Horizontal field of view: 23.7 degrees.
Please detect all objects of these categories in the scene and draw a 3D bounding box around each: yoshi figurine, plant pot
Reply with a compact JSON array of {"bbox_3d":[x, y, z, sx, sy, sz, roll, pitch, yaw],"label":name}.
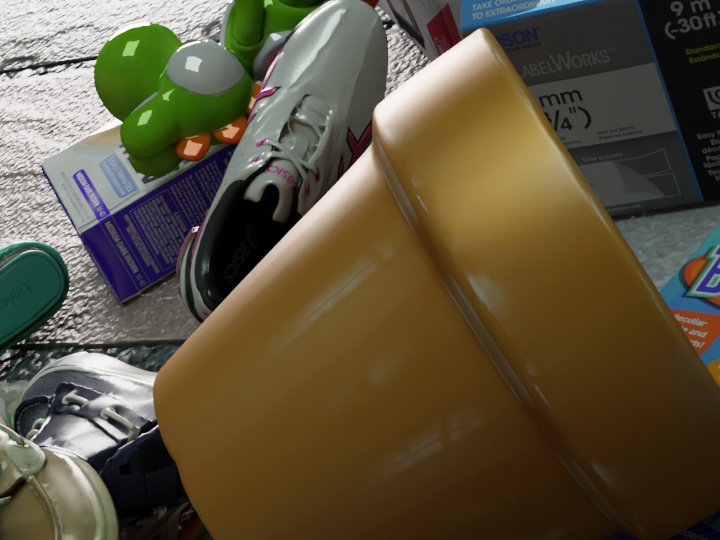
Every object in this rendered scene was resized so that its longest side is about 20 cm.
[{"bbox_3d":[-0.083,-0.144,1.028,0.200,0.113,0.112,-44,24,-20],"label":"yoshi figurine"},{"bbox_3d":[0.027,0.041,0.664,0.182,0.201,0.201,-33,33,8],"label":"plant pot"}]

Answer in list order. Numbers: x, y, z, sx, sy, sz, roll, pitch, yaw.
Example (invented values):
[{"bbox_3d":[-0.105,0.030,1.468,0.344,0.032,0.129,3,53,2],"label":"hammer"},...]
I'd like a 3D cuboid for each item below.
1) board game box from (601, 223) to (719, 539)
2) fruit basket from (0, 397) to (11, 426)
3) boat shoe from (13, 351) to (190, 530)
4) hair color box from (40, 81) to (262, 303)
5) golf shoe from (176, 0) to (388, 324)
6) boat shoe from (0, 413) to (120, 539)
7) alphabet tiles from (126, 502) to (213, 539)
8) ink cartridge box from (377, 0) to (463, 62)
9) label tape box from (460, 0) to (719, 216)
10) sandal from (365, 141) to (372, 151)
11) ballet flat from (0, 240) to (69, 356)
[{"bbox_3d":[0.175,0.060,0.741,0.151,0.045,0.200,17,53,46],"label":"board game box"},{"bbox_3d":[-0.267,0.087,0.865,0.094,0.199,0.186,-49,30,15],"label":"fruit basket"},{"bbox_3d":[-0.145,0.089,0.841,0.092,0.075,0.199,-24,9,-34],"label":"boat shoe"},{"bbox_3d":[-0.093,-0.075,1.082,0.199,0.065,0.109,-30,35,-8],"label":"hair color box"},{"bbox_3d":[-0.035,-0.057,0.944,0.201,0.072,0.092,-65,10,-2],"label":"golf shoe"},{"bbox_3d":[-0.169,0.098,0.737,0.199,0.062,0.074,20,87,52],"label":"boat shoe"},{"bbox_3d":[-0.061,0.091,0.828,0.166,0.006,0.201,-44,29,23],"label":"alphabet tiles"},{"bbox_3d":[0.052,-0.211,1.088,0.085,0.148,0.200,-29,33,-6],"label":"ink cartridge box"},{"bbox_3d":[0.130,-0.125,0.874,0.143,0.201,0.064,-9,38,25],"label":"label tape box"},{"bbox_3d":[0.000,0.000,0.921,0.054,0.080,0.201,25,65,-2],"label":"sandal"},{"bbox_3d":[-0.263,0.052,1.043,0.199,0.068,0.070,-36,11,-14],"label":"ballet flat"}]
